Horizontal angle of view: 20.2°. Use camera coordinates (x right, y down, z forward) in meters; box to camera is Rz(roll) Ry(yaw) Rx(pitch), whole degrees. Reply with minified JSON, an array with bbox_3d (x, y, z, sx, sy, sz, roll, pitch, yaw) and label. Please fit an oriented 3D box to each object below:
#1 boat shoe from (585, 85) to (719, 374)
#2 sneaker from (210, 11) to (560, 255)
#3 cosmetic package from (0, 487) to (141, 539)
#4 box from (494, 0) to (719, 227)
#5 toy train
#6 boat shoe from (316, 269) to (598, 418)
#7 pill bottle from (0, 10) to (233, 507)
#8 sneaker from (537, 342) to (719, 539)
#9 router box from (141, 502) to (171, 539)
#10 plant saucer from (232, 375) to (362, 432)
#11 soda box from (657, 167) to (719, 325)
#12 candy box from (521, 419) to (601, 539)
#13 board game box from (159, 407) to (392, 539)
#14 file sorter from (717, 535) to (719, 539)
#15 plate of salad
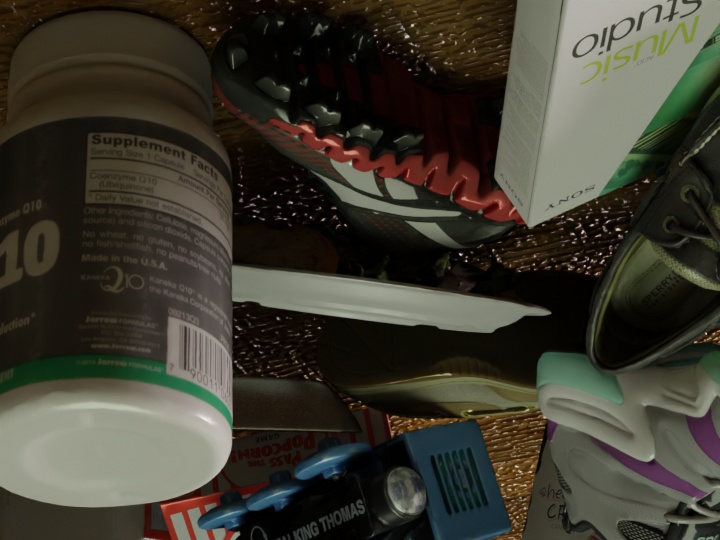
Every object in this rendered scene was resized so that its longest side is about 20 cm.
[{"bbox_3d":[0.158,-0.017,0.899,0.072,0.066,0.201,33,141,2],"label":"boat shoe"},{"bbox_3d":[0.004,-0.056,0.947,0.200,0.071,0.098,19,142,-34],"label":"sneaker"},{"bbox_3d":[-0.179,0.183,1.222,0.082,0.201,0.051,-7,149,9],"label":"cosmetic package"},{"bbox_3d":[0.132,-0.107,0.848,0.144,0.036,0.200,-24,155,-13],"label":"box"},{"bbox_3d":[-0.010,0.150,1.171,0.114,0.087,0.200,-5,162,-39],"label":"toy train"},{"bbox_3d":[0.078,0.046,1.139,0.199,0.074,0.066,-1,155,19],"label":"boat shoe"},{"bbox_3d":[-0.113,-0.007,0.895,0.113,0.201,0.113,-2,150,-1],"label":"pill bottle"},{"bbox_3d":[0.180,0.106,1.005,0.078,0.141,0.200,-9,-174,-43],"label":"sneaker"},{"bbox_3d":[-0.098,0.214,1.436,0.179,0.049,0.200,10,148,-20],"label":"router box"},{"bbox_3d":[-0.098,0.076,1.151,0.199,0.032,0.200,2,176,0],"label":"plant saucer"},{"bbox_3d":[0.254,-0.021,1.033,0.199,0.064,0.068,-6,150,6],"label":"soda box"},{"bbox_3d":[0.160,0.150,1.150,0.061,0.201,0.136,21,167,-39],"label":"candy box"},{"bbox_3d":[-0.038,0.185,1.314,0.151,0.046,0.201,-13,132,1],"label":"board game box"},{"bbox_3d":[0.293,0.121,1.080,0.138,0.200,0.125,9,149,48],"label":"file sorter"},{"bbox_3d":[0.000,0.000,1.036,0.199,0.048,0.200,7,177,0],"label":"plate of salad"}]
